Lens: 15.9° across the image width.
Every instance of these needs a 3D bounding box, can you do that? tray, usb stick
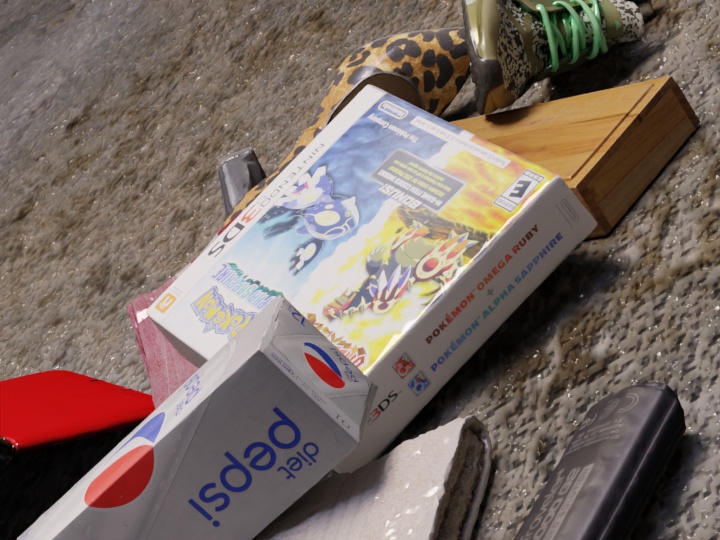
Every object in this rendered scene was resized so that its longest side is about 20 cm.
[{"bbox_3d":[0.085,-0.053,1.428,0.200,0.037,0.099,-10,31,52],"label":"tray"},{"bbox_3d":[0.081,0.118,1.046,0.055,0.033,0.200,-26,20,43],"label":"usb stick"}]

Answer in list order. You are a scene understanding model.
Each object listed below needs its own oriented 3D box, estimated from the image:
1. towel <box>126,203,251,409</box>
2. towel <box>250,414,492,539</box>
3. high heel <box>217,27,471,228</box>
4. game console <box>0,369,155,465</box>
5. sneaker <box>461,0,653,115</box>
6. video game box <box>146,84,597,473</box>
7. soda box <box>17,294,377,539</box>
[{"bbox_3d":[-0.047,-0.001,1.460,0.200,0.023,0.144,-41,31,10],"label":"towel"},{"bbox_3d":[-0.016,0.144,1.139,0.132,0.035,0.200,-25,22,25],"label":"towel"},{"bbox_3d":[0.003,-0.069,1.569,0.200,0.072,0.143,-32,29,9],"label":"high heel"},{"bbox_3d":[-0.220,0.132,1.521,0.200,0.118,0.173,8,77,63],"label":"game console"},{"bbox_3d":[0.118,-0.146,1.506,0.088,0.077,0.200,-6,18,24],"label":"sneaker"},{"bbox_3d":[0.000,0.000,1.344,0.182,0.047,0.200,-48,34,-8],"label":"video game box"},{"bbox_3d":[-0.086,0.106,1.218,0.200,0.068,0.063,-42,12,22],"label":"soda box"}]
